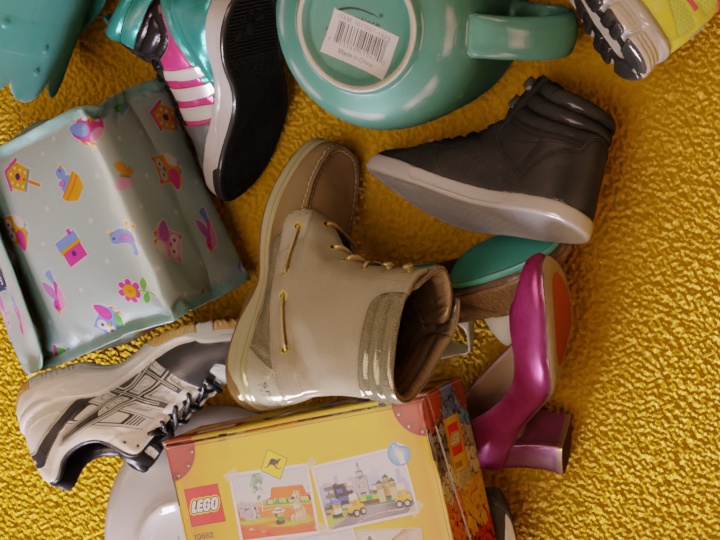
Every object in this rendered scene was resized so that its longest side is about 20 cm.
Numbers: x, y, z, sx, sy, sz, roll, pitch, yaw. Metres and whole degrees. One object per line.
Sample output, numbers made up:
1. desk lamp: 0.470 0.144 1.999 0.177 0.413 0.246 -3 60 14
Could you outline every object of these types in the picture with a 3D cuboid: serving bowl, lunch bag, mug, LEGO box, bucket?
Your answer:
1. serving bowl: -0.110 0.203 1.812 0.199 0.066 0.202 5 100 28
2. lunch bag: -0.207 -0.025 1.794 0.199 0.122 0.172 -19 96 36
3. mug: 0.033 -0.176 1.643 0.184 0.114 0.153 -25 91 29
4. LEGO box: -0.019 0.166 1.692 0.198 0.077 0.150 -11 92 21
5. bucket: -0.271 -0.223 1.733 0.206 0.207 0.136 32 109 15

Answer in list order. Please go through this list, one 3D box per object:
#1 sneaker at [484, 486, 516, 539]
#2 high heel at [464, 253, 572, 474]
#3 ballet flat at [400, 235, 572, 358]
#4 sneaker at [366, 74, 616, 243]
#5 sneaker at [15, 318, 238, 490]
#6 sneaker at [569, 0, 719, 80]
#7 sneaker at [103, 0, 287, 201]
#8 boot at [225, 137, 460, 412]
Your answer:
1. sneaker: 0.048 0.238 1.745 0.084 0.075 0.201 12 114 -20
2. high heel: 0.093 0.060 1.672 0.095 0.068 0.201 9 141 15
3. ballet flat: 0.070 0.023 1.711 0.199 0.068 0.073 -17 116 28
4. sneaker: 0.094 -0.081 1.672 0.199 0.071 0.100 12 72 45
5. sneaker: -0.147 0.099 1.790 0.199 0.076 0.088 -20 68 10
6. sneaker: 0.160 -0.220 1.604 0.090 0.078 0.201 -28 75 -10
7. sneaker: -0.120 -0.146 1.723 0.120 0.084 0.201 34 144 25
8. boot: 0.000 0.000 1.670 0.154 0.072 0.201 -4 61 41
